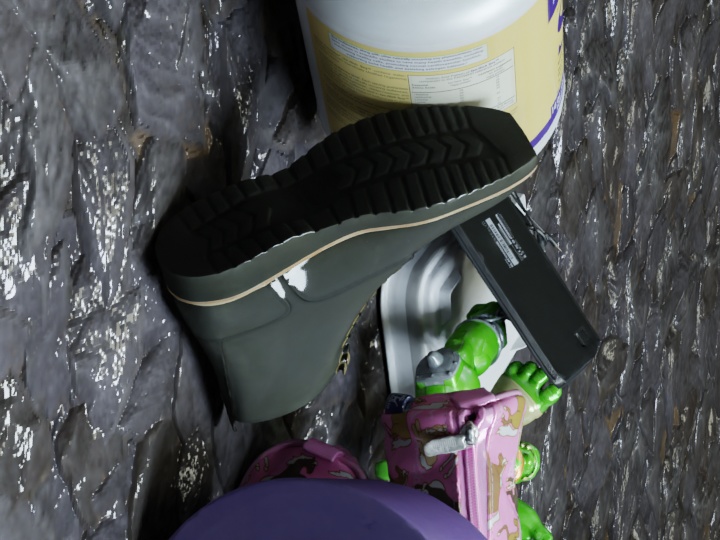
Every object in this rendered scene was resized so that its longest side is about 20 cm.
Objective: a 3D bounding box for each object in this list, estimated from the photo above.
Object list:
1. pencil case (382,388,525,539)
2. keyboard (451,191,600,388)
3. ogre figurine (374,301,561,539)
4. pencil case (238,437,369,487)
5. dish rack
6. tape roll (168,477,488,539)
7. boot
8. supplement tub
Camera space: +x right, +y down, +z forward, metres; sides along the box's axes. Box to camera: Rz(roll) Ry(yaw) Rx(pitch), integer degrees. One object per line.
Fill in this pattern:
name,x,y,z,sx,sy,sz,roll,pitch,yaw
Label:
pencil case,0.057,0.166,1.028,0.086,0.083,0.201,8,76,-54
keyboard,0.087,-0.014,1.246,0.200,0.040,0.104,58,35,2
ogre figurine,0.072,0.124,1.192,0.120,0.098,0.201,3,101,-64
pencil case,-0.009,0.178,1.113,0.200,0.083,0.087,62,17,-52
dish rack,0.075,0.028,1.317,0.200,0.043,0.172,-50,141,-51
tape roll,-0.016,0.205,0.955,0.085,0.199,0.201,14,83,-66
boot,0.000,0.000,1.001,0.139,0.199,0.078,77,-7,-45
supplement tub,0.037,-0.149,1.019,0.200,0.145,0.146,79,27,-58
